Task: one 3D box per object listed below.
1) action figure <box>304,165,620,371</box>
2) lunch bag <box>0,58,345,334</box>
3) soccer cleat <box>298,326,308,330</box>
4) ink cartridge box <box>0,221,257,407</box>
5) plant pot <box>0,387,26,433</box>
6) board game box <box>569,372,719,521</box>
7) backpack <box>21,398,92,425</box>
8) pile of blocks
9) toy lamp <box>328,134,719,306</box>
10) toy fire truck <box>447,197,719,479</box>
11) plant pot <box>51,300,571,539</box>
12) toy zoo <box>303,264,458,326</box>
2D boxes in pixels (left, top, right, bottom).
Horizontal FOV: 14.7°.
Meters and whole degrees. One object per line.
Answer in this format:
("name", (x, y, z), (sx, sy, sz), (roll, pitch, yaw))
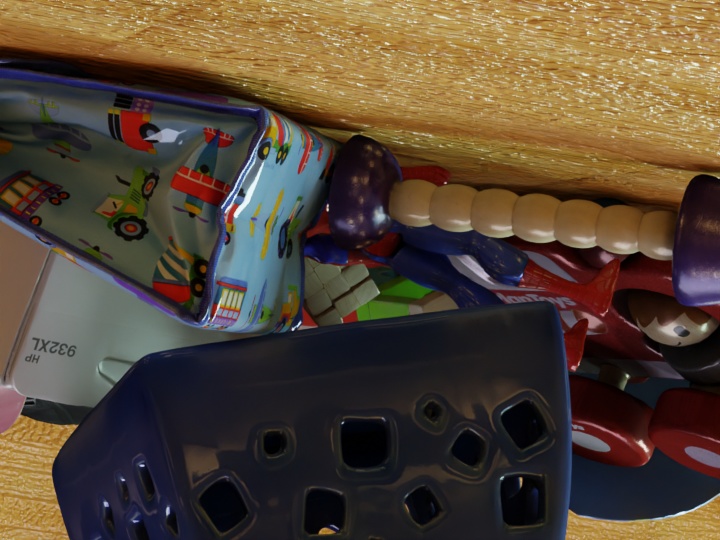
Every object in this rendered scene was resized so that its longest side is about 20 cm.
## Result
("action figure", (0.018, -0.018, 1.300), (0.200, 0.052, 0.065), (22, 135, -4))
("lunch bag", (-0.124, -0.044, 1.184), (0.200, 0.094, 0.151), (17, -179, 13))
("soccer cleat", (-0.010, 0.018, 1.745), (0.069, 0.085, 0.200), (9, 176, 0))
("ink cartridge box", (-0.157, -0.003, 1.395), (0.145, 0.084, 0.200), (13, -168, -41))
("plant pot", (-0.292, 0.042, 1.574), (0.179, 0.200, 0.200), (-6, -175, -32))
("board game box", (0.109, 0.076, 1.516), (0.200, 0.039, 0.158), (35, -139, 20))
("backpack", (-0.160, 0.036, 1.880), (0.183, 0.147, 0.200), (8, 173, -5))
("pile of blocks", (-0.029, -0.029, 1.420), (0.062, 0.082, 0.200), (-34, -168, -6))
("toy lamp", (0.089, -0.021, 1.187), (0.200, 0.058, 0.058), (10, 177, 19))
("toy fire truck", (0.132, 0.018, 1.382), (0.200, 0.112, 0.168), (3, 155, 49))
("plant pot", (-0.012, 0.133, 1.263), (0.200, 0.180, 0.200), (-9, 166, -20))
("toy zoo", (0.000, 0.000, 1.538), (0.200, 0.020, 0.131), (5, -159, 41))
